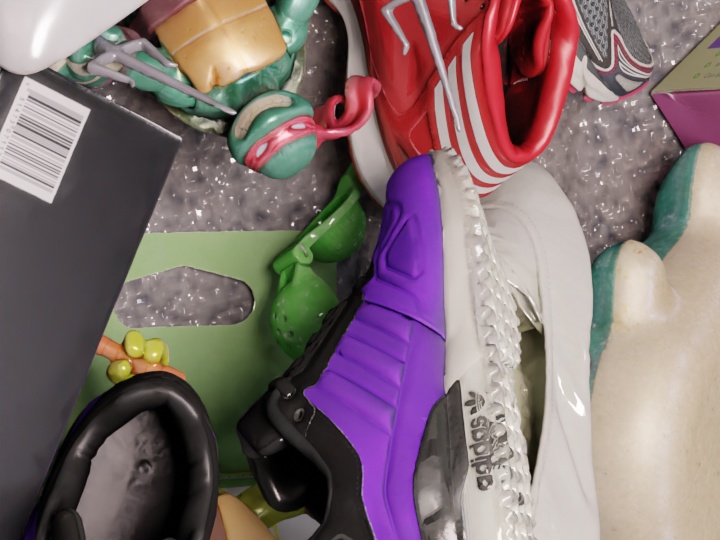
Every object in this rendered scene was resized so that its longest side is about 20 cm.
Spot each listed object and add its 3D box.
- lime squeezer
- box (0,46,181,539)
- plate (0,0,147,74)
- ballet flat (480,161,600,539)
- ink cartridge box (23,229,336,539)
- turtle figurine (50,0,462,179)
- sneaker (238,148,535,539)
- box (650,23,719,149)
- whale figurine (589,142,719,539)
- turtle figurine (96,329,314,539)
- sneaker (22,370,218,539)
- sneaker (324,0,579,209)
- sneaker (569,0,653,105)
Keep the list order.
[{"bbox_3d":[0.000,0.000,0.993,0.071,0.038,0.200,7,66,-9],"label":"lime squeezer"},{"bbox_3d":[-0.157,0.029,0.871,0.079,0.141,0.200,27,79,-29],"label":"box"},{"bbox_3d":[-0.105,-0.178,0.874,0.199,0.200,0.032,-37,148,-23],"label":"plate"},{"bbox_3d":[0.055,0.035,0.965,0.069,0.069,0.200,13,58,-29],"label":"ballet flat"},{"bbox_3d":[-0.062,0.086,0.980,0.145,0.048,0.200,-1,95,-29],"label":"ink cartridge box"},{"bbox_3d":[-0.060,-0.103,0.917,0.150,0.101,0.200,-28,77,-24],"label":"turtle figurine"},{"bbox_3d":[0.004,0.039,0.876,0.099,0.200,0.070,-12,136,10],"label":"sneaker"},{"bbox_3d":[0.263,-0.105,1.080,0.200,0.176,0.097,-45,111,-21],"label":"box"},{"bbox_3d":[0.116,0.040,1.058,0.159,0.104,0.200,60,40,-47],"label":"whale figurine"},{"bbox_3d":[-0.050,0.115,0.919,0.161,0.064,0.200,-6,77,-15],"label":"turtle figurine"},{"bbox_3d":[-0.094,0.123,0.818,0.069,0.100,0.200,16,72,-6],"label":"sneaker"},{"bbox_3d":[0.034,-0.127,0.969,0.078,0.115,0.200,-16,87,-37],"label":"sneaker"},{"bbox_3d":[0.088,-0.160,1.011,0.075,0.081,0.200,-14,118,11],"label":"sneaker"}]
